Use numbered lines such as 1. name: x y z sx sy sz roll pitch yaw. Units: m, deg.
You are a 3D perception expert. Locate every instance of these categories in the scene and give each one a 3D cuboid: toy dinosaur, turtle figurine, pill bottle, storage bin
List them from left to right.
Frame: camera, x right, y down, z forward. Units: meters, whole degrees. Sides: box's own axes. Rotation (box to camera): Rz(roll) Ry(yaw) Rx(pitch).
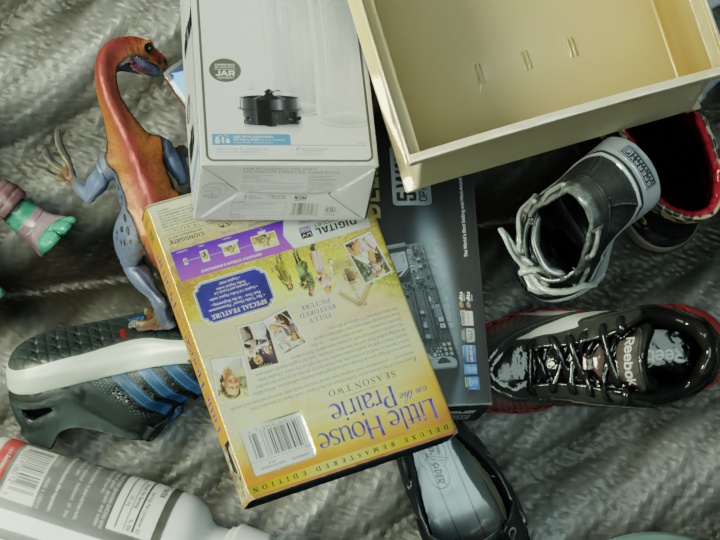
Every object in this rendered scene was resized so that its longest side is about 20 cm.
1. turtle figurine: -0.295 -0.069 1.402 0.150 0.101 0.200 -43 97 12
2. pill bottle: -0.165 0.192 1.378 0.198 0.116 0.117 17 87 4
3. toy dinosaur: -0.129 -0.060 1.384 0.104 0.200 0.183 -23 115 -22
4. storage bin: 0.096 -0.173 1.280 0.198 0.094 0.200 -16 78 -3

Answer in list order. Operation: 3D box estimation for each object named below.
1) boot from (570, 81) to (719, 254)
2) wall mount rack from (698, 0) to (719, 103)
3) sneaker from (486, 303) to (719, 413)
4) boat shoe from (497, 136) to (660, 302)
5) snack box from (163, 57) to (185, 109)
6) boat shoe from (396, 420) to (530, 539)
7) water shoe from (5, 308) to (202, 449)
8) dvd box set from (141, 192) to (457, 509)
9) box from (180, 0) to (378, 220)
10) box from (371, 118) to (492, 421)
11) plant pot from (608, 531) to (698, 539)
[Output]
1. boot: 0.172 -0.104 1.390 0.073 0.151 0.201 -29 88 -3
2. wall mount rack: 0.295 -0.104 1.411 0.174 0.075 0.200 -40 89 -29
3. sneaker: 0.155 0.059 1.409 0.199 0.098 0.072 -4 89 -1
4. boat shoe: 0.130 -0.018 1.359 0.068 0.199 0.074 -35 86 -23
5. snack box: -0.052 -0.074 1.446 0.072 0.024 0.201 -35 89 -4
6. boat shoe: 0.075 0.171 1.416 0.074 0.066 0.201 -19 88 -2
7. water shoe: -0.140 0.073 1.426 0.198 0.072 0.080 -8 114 -3
8. dvd box set: -0.039 0.035 1.324 0.145 0.029 0.201 -17 76 -18
9. box: -0.056 -0.131 1.346 0.116 0.060 0.201 1 56 -8
10. box: 0.000 0.000 1.389 0.156 0.050 0.202 0 73 -10
11. plant pot: 0.211 0.281 1.364 0.198 0.134 0.202 0 92 -13
